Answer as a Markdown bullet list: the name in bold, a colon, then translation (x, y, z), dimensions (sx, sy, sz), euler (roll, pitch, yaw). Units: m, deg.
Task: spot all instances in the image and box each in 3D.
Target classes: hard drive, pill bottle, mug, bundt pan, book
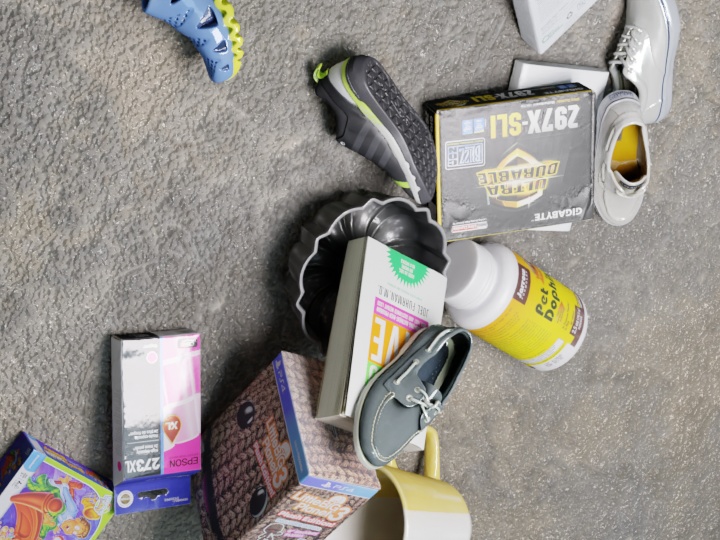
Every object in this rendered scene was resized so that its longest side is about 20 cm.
- **hard drive**: translation (0.219, -0.147, 1.838), dimensions (0.131, 0.026, 0.202), euler (1, 111, -32)
- **pill bottle**: translation (0.176, 0.037, 1.844), dimensions (0.199, 0.109, 0.110), euler (30, 95, -38)
- **mug**: translation (0.064, 0.299, 1.879), dimensions (0.152, 0.149, 0.188), euler (10, 113, -42)
- **bundt pan**: translation (0.000, 0.000, 1.738), dimensions (0.200, 0.076, 0.204), euler (-13, 117, -26)
- **book**: translation (0.028, 0.082, 1.664), dimensions (0.133, 0.048, 0.202), euler (25, 64, -38)

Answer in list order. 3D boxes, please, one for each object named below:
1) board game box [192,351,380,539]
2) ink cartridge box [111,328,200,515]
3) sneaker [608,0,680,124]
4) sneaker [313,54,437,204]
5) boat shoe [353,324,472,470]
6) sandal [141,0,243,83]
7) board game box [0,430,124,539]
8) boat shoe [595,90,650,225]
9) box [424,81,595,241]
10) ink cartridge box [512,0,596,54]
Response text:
- **board game box**: translation (-0.088, 0.217, 1.685), dimensions (0.096, 0.160, 0.200), euler (16, 132, -35)
- **ink cartridge box**: translation (-0.223, 0.167, 1.676), dimensions (0.094, 0.037, 0.202), euler (-4, 101, -31)
- **sneaker**: translation (0.334, -0.260, 1.827), dimensions (0.070, 0.073, 0.202), euler (-25, 124, -27)
- **sneaker**: translation (0.016, -0.155, 1.686), dimensions (0.201, 0.082, 0.072), euler (57, 35, -29)
- **boat shoe**: translation (0.057, 0.127, 1.606), dimensions (0.073, 0.061, 0.200), euler (56, 46, -21)
- **sandal**: translation (-0.179, -0.274, 1.510), dimensions (0.087, 0.079, 0.201), euler (-28, 115, -13)
- **board game box**: translation (-0.370, 0.291, 1.664), dimensions (0.134, 0.045, 0.201), euler (36, 90, -37)
- **boat shoe**: translation (0.320, -0.120, 1.858), dimensions (0.070, 0.070, 0.201), euler (-8, 135, -5)
- **box**: translation (0.174, -0.126, 1.778), dimensions (0.198, 0.049, 0.161), euler (-8, 111, -15)
- **ink cartridge box**: translation (0.245, -0.362, 1.694), dimensions (0.196, 0.043, 0.200), euler (-44, 155, -7)
